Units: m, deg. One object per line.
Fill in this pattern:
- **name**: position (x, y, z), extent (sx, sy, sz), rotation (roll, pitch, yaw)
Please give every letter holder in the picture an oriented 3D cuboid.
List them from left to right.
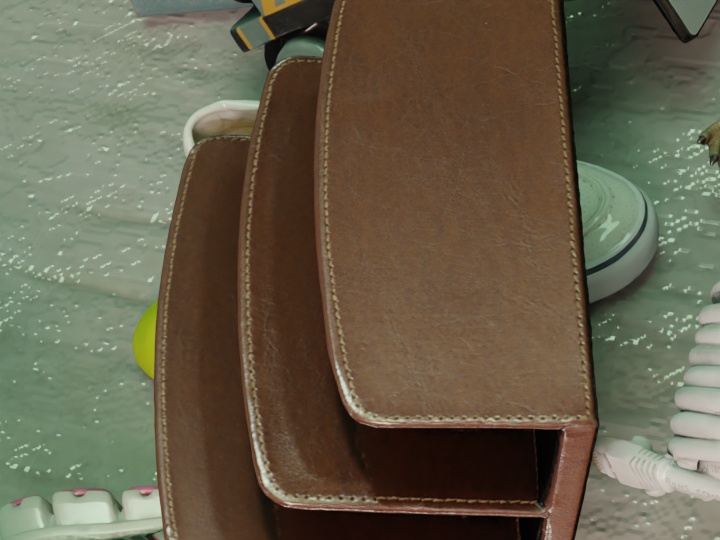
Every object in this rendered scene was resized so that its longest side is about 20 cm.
- **letter holder**: position (0.000, 0.000, 0.861), extent (0.141, 0.101, 0.201), rotation (2, 50, -3)

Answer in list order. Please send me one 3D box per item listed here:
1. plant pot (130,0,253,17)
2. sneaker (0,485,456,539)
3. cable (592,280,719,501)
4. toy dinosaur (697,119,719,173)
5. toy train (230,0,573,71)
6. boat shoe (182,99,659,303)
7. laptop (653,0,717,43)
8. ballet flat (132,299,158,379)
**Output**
- **plant pot**: position (-0.004, -0.244, 1.114), extent (0.199, 0.196, 0.197), rotation (3, 53, 15)
- **sneaker**: position (-0.053, 0.123, 0.900), extent (0.199, 0.074, 0.088), rotation (-8, 49, 20)
- **cable**: position (0.198, 0.053, 0.789), extent (0.200, 0.199, 0.070), rotation (0, 78, 60)
- **toy dinosaur**: position (0.185, -0.053, 0.950), extent (0.101, 0.058, 0.201), rotation (-31, 33, 24)
- **toy train**: position (0.012, -0.130, 1.021), extent (0.085, 0.114, 0.199), rotation (-45, 17, -33)
- **boat shoe**: position (0.018, -0.041, 1.001), extent (0.201, 0.086, 0.075), rotation (11, 56, 27)
- **laptop**: position (0.153, -0.234, 1.022), extent (0.116, 0.188, 0.200), rotation (-25, 19, 37)
- **ballet flat**: position (-0.011, 0.027, 0.967), extent (0.199, 0.067, 0.067), rotation (16, 61, 30)
